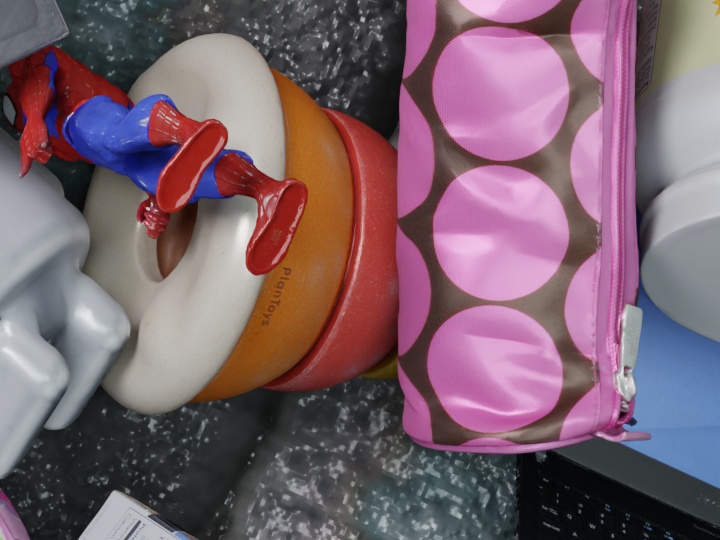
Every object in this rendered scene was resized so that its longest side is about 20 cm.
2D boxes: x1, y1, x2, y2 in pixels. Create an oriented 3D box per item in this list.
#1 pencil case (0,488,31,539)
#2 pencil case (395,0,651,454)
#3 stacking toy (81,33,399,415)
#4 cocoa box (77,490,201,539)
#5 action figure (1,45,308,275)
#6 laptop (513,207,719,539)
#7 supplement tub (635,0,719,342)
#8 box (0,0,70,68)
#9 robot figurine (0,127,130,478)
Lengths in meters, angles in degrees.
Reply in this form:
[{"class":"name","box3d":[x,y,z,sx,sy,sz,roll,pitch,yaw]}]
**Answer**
[{"class":"pencil case","box3d":[-0.218,0.130,1.072,0.199,0.087,0.088,-23,94,-12]},{"class":"pencil case","box3d":[0.062,-0.034,1.039,0.090,0.093,0.201,-11,103,-46]},{"class":"stacking toy","box3d":[0.000,0.000,1.115,0.199,0.146,0.147,15,86,-30]},{"class":"cocoa box","box3d":[-0.032,0.198,1.052,0.200,0.131,0.134,39,81,-32]},{"class":"action figure","box3d":[-0.087,-0.044,1.015,0.065,0.200,0.052,30,91,-29]},{"class":"laptop","box3d":[0.161,0.087,1.142,0.176,0.200,0.104,24,121,-10]},{"class":"supplement tub","box3d":[0.178,-0.082,1.100,0.144,0.145,0.201,15,63,-12]},{"class":"box","box3d":[-0.219,-0.110,0.965,0.199,0.048,0.159,-29,98,-28]},{"class":"robot figurine","box3d":[-0.181,-0.015,1.054,0.200,0.170,0.113,42,126,7]}]
